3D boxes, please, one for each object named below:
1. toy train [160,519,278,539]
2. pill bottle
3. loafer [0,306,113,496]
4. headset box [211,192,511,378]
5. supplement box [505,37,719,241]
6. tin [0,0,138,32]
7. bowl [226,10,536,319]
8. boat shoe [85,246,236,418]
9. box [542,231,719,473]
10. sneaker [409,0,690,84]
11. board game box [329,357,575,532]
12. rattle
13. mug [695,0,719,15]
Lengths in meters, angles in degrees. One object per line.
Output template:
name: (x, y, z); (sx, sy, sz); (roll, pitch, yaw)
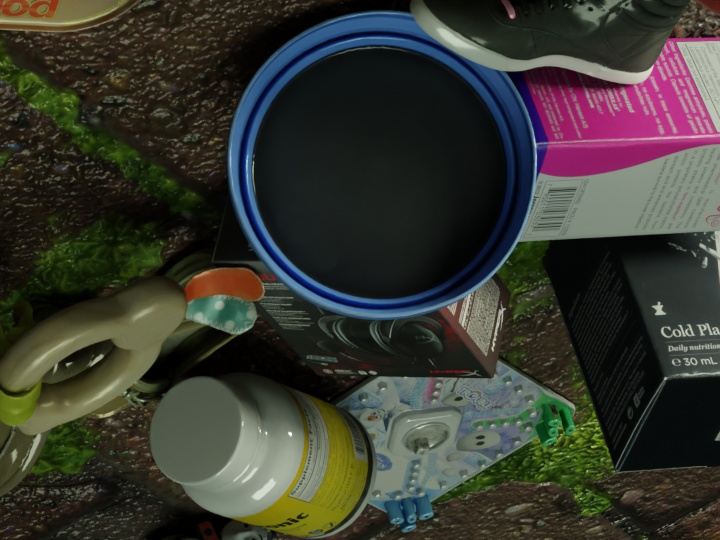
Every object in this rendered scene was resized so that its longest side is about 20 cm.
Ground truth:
toy train: (-0.126, 0.289, 1.837); (0.114, 0.085, 0.200); (-19, 143, -17)
pill bottle: (-0.077, 0.140, 1.598); (0.111, 0.112, 0.200); (-30, 154, 17)
loafer: (-0.261, 0.094, 1.535); (0.067, 0.076, 0.200); (19, 121, -37)
headset box: (0.000, 0.000, 1.459); (0.148, 0.078, 0.200); (0, 152, 26)
supplement box: (0.187, -0.092, 1.437); (0.199, 0.104, 0.101); (-2, 140, -17)
tin: (-0.217, -0.191, 1.206); (0.199, 0.042, 0.112); (1, 136, -22)
bowl: (0.014, -0.067, 1.338); (0.200, 0.202, 0.039); (-13, 174, -5)
boat shoe: (-0.150, 0.060, 1.534); (0.200, 0.063, 0.073); (-37, 140, 29)
box: (0.267, 0.033, 1.549); (0.199, 0.197, 0.124); (-2, 140, -18)
sneaker: (0.129, -0.181, 1.332); (0.199, 0.071, 0.099); (4, 136, -32)
board game box: (0.056, 0.142, 1.754); (0.200, 0.026, 0.200); (-34, 140, 22)
rattle: (-0.183, 0.015, 1.438); (0.200, 0.143, 0.130); (-35, 140, 0)
mug: (0.257, -0.252, 1.219); (0.177, 0.133, 0.200); (-26, 153, -45)
